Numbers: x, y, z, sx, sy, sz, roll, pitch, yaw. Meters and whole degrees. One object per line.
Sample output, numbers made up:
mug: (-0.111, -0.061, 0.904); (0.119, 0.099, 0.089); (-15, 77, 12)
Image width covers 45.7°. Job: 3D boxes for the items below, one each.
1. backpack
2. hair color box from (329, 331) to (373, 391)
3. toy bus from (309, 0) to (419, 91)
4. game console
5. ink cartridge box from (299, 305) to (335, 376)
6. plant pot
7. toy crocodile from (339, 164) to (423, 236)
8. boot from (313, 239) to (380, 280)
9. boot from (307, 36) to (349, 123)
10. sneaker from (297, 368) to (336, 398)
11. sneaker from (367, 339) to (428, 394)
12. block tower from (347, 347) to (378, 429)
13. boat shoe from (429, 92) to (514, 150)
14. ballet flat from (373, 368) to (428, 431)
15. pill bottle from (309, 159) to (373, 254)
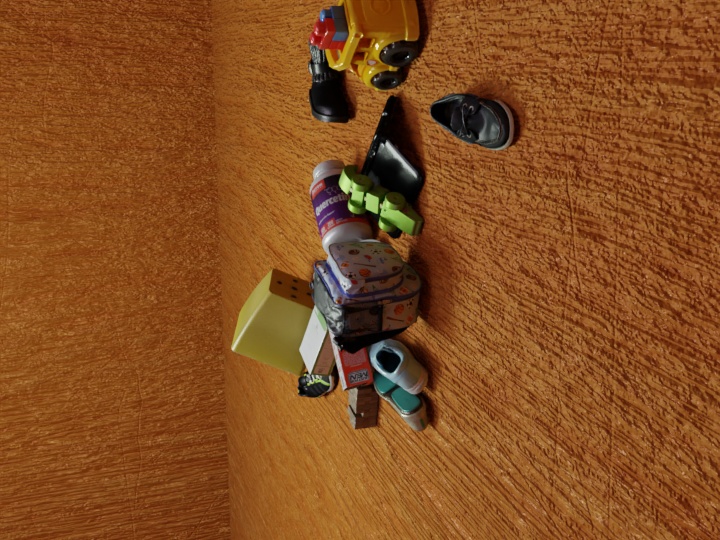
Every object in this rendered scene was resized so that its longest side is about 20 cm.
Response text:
backpack: (0.017, 0.033, 1.573); (0.201, 0.187, 0.156); (-119, 35, -50)
hair color box: (-0.029, 0.136, 1.735); (0.102, 0.060, 0.204); (114, 143, -78)
toy bus: (-0.005, -0.416, 1.533); (0.200, 0.188, 0.138); (127, 134, -65)
game console: (0.063, -0.198, 1.643); (0.201, 0.114, 0.178); (114, 176, -54)
ink cartridge box: (-0.082, 0.143, 2.062); (0.203, 0.058, 0.104); (-70, 28, 25)
plant pot: (-0.202, 0.118, 2.202); (0.201, 0.197, 0.179); (-90, 24, -63)
toy crocodile: (0.037, -0.130, 1.589); (0.198, 0.062, 0.068); (32, 136, 24)
boot: (0.000, 0.000, 1.796); (0.198, 0.095, 0.075); (-19, 55, 38)
boot: (-0.073, -0.431, 1.899); (0.212, 0.078, 0.161); (-120, 31, -53)
sneaker: (-0.117, 0.287, 2.187); (0.201, 0.081, 0.073); (119, 142, -57)
sneaker: (0.055, 0.163, 1.624); (0.074, 0.082, 0.199); (-54, 29, -7)
block tower: (0.008, 0.243, 1.849); (0.054, 0.057, 0.204); (-130, 40, -58)
boat shoe: (0.160, -0.226, 1.273); (0.200, 0.065, 0.076); (-127, 37, -57)
ballet flat: (0.076, 0.245, 1.645); (0.063, 0.067, 0.200); (63, 175, -28)
pill bottle: (-0.046, -0.136, 1.835); (0.113, 0.110, 0.203); (113, 147, -54)
